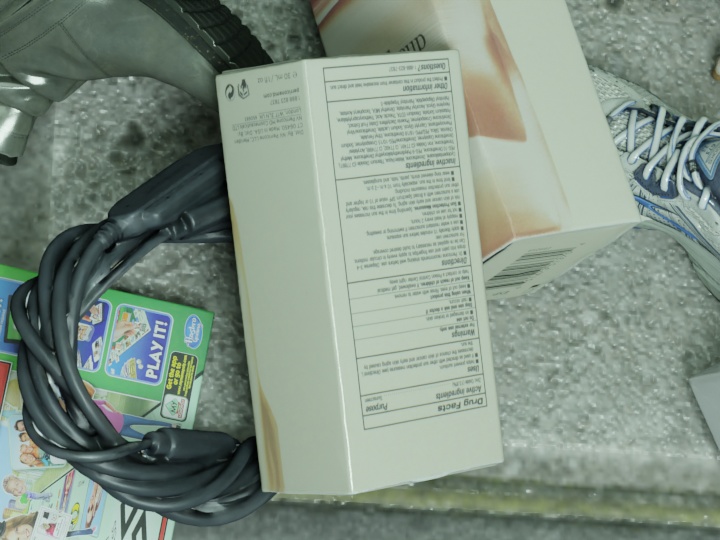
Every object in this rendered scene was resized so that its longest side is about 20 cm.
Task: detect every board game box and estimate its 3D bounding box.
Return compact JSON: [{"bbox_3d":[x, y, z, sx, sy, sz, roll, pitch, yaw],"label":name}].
[{"bbox_3d":[-0.153,0.103,1.245,0.134,0.029,0.201,13,70,-9],"label":"board game box"}]

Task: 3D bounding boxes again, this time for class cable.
[{"bbox_3d":[-0.081,0.041,1.239,0.200,0.051,0.164,-40,107,-39],"label":"cable"}]

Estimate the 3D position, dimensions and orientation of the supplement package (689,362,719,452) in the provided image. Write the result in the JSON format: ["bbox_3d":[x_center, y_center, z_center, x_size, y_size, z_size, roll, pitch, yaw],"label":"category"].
[{"bbox_3d":[0.290,0.062,1.292,0.199,0.120,0.122,-25,90,-18],"label":"supplement package"}]

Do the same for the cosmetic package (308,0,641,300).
[{"bbox_3d":[0.051,-0.093,1.303,0.087,0.103,0.201,-7,71,-35],"label":"cosmetic package"}]

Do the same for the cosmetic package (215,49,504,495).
[{"bbox_3d":[0.000,0.000,1.227,0.105,0.071,0.202,-6,91,-41],"label":"cosmetic package"}]

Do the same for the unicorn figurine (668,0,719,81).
[{"bbox_3d":[0.189,-0.167,1.345,0.199,0.137,0.074,32,69,0],"label":"unicorn figurine"}]

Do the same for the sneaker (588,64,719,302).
[{"bbox_3d":[0.170,-0.053,1.333,0.199,0.085,0.077,33,69,1],"label":"sneaker"}]

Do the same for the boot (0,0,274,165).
[{"bbox_3d":[-0.142,-0.102,1.284,0.200,0.068,0.131,38,106,2],"label":"boot"}]
